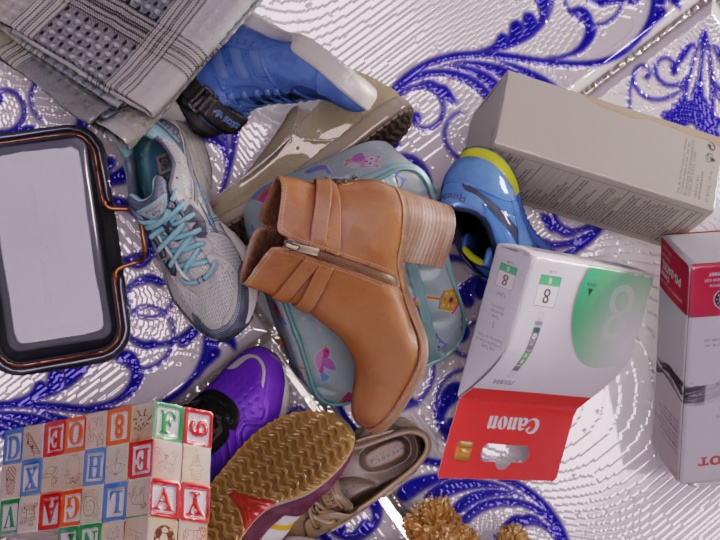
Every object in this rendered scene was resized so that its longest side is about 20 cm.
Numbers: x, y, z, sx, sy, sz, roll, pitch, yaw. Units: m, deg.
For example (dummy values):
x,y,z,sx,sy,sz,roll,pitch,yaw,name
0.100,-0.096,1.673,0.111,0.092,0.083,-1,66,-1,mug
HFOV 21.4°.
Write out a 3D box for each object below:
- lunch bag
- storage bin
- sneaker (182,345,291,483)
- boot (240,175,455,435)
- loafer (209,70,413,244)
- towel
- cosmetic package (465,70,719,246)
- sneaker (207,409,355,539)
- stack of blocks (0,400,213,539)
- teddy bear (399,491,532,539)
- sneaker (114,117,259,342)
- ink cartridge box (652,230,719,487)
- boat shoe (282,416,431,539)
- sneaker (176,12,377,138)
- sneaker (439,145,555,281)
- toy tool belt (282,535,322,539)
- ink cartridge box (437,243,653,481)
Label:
x,y,z,sx,sy,sz,roll,pitch,yaw,name
0.000,0.000,1.561,0.159,0.077,0.201,-22,120,-11,lunch bag
-0.242,-0.019,1.522,0.144,0.134,0.202,-8,91,-11,storage bin
-0.134,0.143,1.547,0.069,0.100,0.201,28,82,33,sneaker
-0.022,0.024,1.479,0.154,0.074,0.202,9,99,-27,boot
-0.050,-0.094,1.594,0.199,0.076,0.068,-34,67,-4,loafer
-0.195,-0.216,1.538,0.192,0.035,0.200,34,74,19,towel
0.195,-0.092,1.616,0.198,0.104,0.074,18,68,-10,cosmetic package
-0.086,0.193,1.540,0.200,0.090,0.075,-38,69,-18,sneaker
-0.202,0.174,1.484,0.058,0.199,0.116,15,70,-42,stack of blocks
0.101,0.279,1.614,0.145,0.067,0.201,-36,95,-7,teddy bear
-0.150,-0.034,1.523,0.077,0.086,0.201,-30,71,16,sneaker
0.330,0.071,1.624,0.144,0.083,0.202,-4,111,-10,ink cartridge box
-0.032,0.182,1.592,0.199,0.065,0.072,-32,94,-9,boat shoe
-0.082,-0.144,1.550,0.199,0.077,0.112,31,89,31,sneaker
0.118,-0.007,1.590,0.201,0.066,0.079,57,47,-34,sneaker
0.013,0.299,1.559,0.198,0.123,0.125,17,46,9,toy tool belt
0.154,0.085,1.581,0.160,0.050,0.202,8,98,-44,ink cartridge box
